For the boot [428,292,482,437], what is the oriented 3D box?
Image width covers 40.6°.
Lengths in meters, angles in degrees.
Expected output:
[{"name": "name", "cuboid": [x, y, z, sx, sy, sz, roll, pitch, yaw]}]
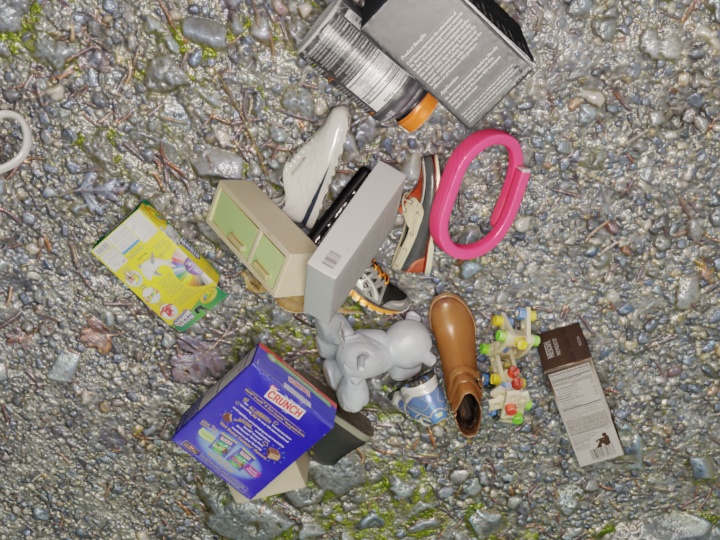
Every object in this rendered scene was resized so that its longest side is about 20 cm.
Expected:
[{"name": "boot", "cuboid": [0.153, 0.151, 1.550, 0.076, 0.156, 0.201, -5, 117, 5]}]

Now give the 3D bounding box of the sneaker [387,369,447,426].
[{"name": "sneaker", "cuboid": [0.094, 0.216, 1.573, 0.075, 0.200, 0.077, -27, 82, -7]}]

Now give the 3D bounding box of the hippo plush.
[{"name": "hippo plush", "cuboid": [0.026, 0.114, 1.559, 0.160, 0.160, 0.200, -18, 152, -19]}]

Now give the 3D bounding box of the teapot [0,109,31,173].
[{"name": "teapot", "cuboid": [-0.609, -0.199, 1.406, 0.199, 0.197, 0.147, 26, 78, -41]}]

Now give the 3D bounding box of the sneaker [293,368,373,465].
[{"name": "sneaker", "cuboid": [-0.083, 0.257, 1.658, 0.200, 0.075, 0.106, 39, 110, -18]}]

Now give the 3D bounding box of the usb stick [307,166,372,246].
[{"name": "usb stick", "cuboid": [-0.043, -0.073, 1.466, 0.033, 0.055, 0.200, 38, 91, -15]}]

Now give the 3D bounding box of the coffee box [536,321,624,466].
[{"name": "coffee box", "cuboid": [0.358, 0.202, 1.593, 0.079, 0.113, 0.201, -19, 114, 12]}]

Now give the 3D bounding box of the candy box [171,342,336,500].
[{"name": "candy box", "cuboid": [-0.165, 0.237, 1.527, 0.169, 0.077, 0.200, 42, 112, -16]}]

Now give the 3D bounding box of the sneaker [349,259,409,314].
[{"name": "sneaker", "cuboid": [0.000, 0.000, 1.526, 0.199, 0.078, 0.077, 32, 104, -16]}]

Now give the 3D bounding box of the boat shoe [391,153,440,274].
[{"name": "boat shoe", "cuboid": [0.087, -0.084, 1.484, 0.062, 0.071, 0.201, 6, 122, 2]}]

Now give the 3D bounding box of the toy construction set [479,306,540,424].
[{"name": "toy construction set", "cuboid": [0.240, 0.164, 1.545, 0.092, 0.201, 0.131, 20, 132, -9]}]

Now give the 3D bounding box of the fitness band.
[{"name": "fitness band", "cuboid": [0.176, -0.110, 1.441, 0.143, 0.037, 0.201, 0, 117, -35]}]

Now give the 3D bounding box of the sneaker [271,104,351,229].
[{"name": "sneaker", "cuboid": [-0.073, -0.159, 1.450, 0.080, 0.076, 0.201, 24, 115, 0]}]

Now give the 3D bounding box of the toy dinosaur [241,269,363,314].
[{"name": "toy dinosaur", "cuboid": [-0.090, 0.039, 1.529, 0.199, 0.101, 0.059, 17, 123, 0]}]

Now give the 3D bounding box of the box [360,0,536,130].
[{"name": "box", "cuboid": [0.112, -0.320, 1.284, 0.196, 0.200, 0.124, 41, 113, -17]}]

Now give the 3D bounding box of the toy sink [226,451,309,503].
[{"name": "toy sink", "cuboid": [-0.179, 0.272, 1.650, 0.129, 0.112, 0.201, -16, 116, 9]}]

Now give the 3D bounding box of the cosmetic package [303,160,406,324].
[{"name": "cosmetic package", "cuboid": [-0.010, -0.039, 1.408, 0.051, 0.201, 0.151, 28, 153, 11]}]

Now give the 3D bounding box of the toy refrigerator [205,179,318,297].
[{"name": "toy refrigerator", "cuboid": [-0.147, -0.050, 1.436, 0.070, 0.200, 0.076, -4, 128, -44]}]

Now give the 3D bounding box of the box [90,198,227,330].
[{"name": "box", "cuboid": [-0.314, -0.003, 1.551, 0.117, 0.048, 0.200, -37, 108, 18]}]

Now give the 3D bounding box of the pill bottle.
[{"name": "pill bottle", "cuboid": [0.018, -0.281, 1.361, 0.200, 0.106, 0.106, 38, 113, -16]}]
